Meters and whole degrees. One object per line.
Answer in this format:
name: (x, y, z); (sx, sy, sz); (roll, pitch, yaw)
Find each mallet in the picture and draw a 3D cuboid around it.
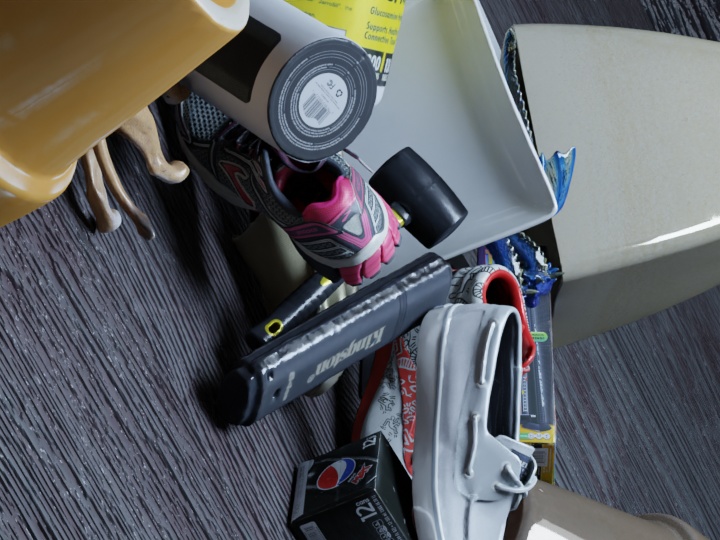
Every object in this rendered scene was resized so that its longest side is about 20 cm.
mallet: (0.000, 0.000, 1.635); (0.066, 0.041, 0.200); (41, 53, -3)

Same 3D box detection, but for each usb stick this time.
usb stick: (-0.013, 0.042, 1.594); (0.033, 0.056, 0.200); (44, 45, 18)

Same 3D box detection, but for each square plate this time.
square plate: (0.014, -0.091, 1.740); (0.199, 0.200, 0.028); (69, 14, 10)

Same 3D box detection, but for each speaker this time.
speaker: (-0.075, -0.139, 1.580); (0.200, 0.081, 0.081); (36, -12, 48)

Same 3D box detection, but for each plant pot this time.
plant pot: (0.137, 0.234, 1.770); (0.174, 0.200, 0.200); (36, 30, -25)
plant pot: (-0.165, -0.141, 1.291); (0.200, 0.183, 0.200); (56, 20, -33)
plant pot: (0.212, -0.073, 1.909); (0.200, 0.177, 0.200); (88, -7, -72)

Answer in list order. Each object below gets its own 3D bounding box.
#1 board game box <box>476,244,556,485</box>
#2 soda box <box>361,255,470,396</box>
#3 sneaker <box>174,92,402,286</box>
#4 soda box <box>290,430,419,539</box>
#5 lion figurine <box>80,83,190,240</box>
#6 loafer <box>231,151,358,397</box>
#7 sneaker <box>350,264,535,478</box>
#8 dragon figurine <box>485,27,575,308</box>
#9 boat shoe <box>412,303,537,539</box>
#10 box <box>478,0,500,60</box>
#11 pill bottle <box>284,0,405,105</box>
board game box: (0.113, 0.101, 1.873); (0.200, 0.057, 0.166); (86, 3, -58)
soda box: (0.045, 0.045, 1.891); (0.068, 0.064, 0.200); (57, 19, -29)
sneaker: (-0.051, -0.073, 1.610); (0.200, 0.081, 0.075); (37, -10, 37)
soda box: (0.030, 0.205, 1.638); (0.200, 0.063, 0.071); (59, 18, -25)
lion figurine: (-0.146, -0.118, 1.499); (0.200, 0.072, 0.123); (-104, 176, -52)
loafer: (-0.049, -0.012, 1.678); (0.068, 0.076, 0.200); (7, 63, -27)
sneaker: (0.058, 0.089, 1.714); (0.067, 0.108, 0.202); (31, 57, -39)
dragon figurine: (0.113, -0.066, 1.764); (0.099, 0.200, 0.059); (28, 21, 24)
boat shoe: (0.079, 0.118, 1.612); (0.072, 0.068, 0.201); (32, 56, -56)
box: (0.010, -0.148, 1.885); (0.107, 0.152, 0.200); (65, 18, -12)
pill bottle: (-0.018, -0.216, 1.676); (0.112, 0.112, 0.201); (-8, 113, -73)
